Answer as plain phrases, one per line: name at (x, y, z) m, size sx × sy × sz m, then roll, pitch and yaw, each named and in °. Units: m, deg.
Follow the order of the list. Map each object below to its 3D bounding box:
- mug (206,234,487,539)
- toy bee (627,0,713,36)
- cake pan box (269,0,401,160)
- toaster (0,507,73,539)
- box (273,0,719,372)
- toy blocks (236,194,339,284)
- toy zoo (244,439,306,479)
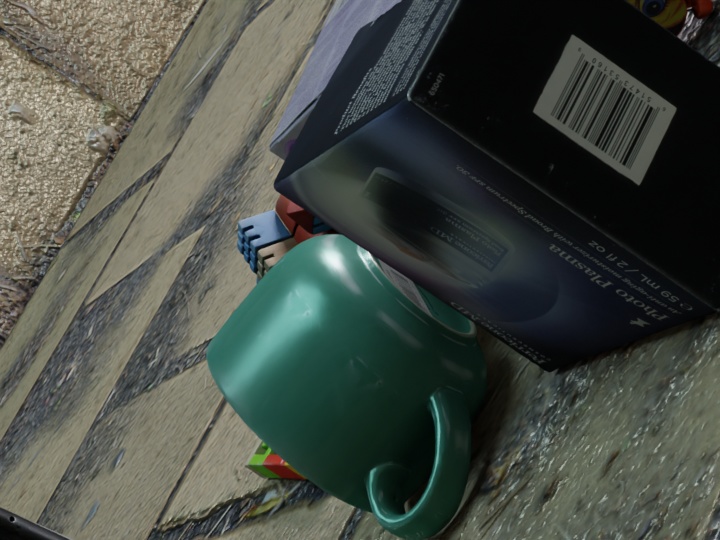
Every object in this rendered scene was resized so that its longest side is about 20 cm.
mug at (0.012, 0.062, 1.443) m, size 0.115 × 0.185 × 0.152 m, roll -50°, pitch -11°, yaw 14°
toy bee at (0.163, -0.144, 1.503) m, size 0.200 × 0.108 × 0.131 m, roll 117°, pitch 147°, yaw -45°
cake pan box at (0.019, -0.184, 1.822) m, size 0.200 × 0.052 × 0.185 m, roll -43°, pitch 17°, yaw 42°
toaster at (-0.325, 0.283, 2.028) m, size 0.182 × 0.199 × 0.119 m, roll -66°, pitch 12°, yaw -9°
box at (0.089, -0.057, 1.289) m, size 0.124 × 0.200 × 0.198 m, roll -61°, pitch 13°, yaw -20°
toy blocks at (-0.015, -0.015, 1.543) m, size 0.136 × 0.100 × 0.201 m, roll -20°, pitch -37°, yaw -21°
toy zoo at (-0.016, 0.088, 1.715) m, size 0.132 × 0.020 × 0.200 m, roll -59°, pitch 13°, yaw -13°
